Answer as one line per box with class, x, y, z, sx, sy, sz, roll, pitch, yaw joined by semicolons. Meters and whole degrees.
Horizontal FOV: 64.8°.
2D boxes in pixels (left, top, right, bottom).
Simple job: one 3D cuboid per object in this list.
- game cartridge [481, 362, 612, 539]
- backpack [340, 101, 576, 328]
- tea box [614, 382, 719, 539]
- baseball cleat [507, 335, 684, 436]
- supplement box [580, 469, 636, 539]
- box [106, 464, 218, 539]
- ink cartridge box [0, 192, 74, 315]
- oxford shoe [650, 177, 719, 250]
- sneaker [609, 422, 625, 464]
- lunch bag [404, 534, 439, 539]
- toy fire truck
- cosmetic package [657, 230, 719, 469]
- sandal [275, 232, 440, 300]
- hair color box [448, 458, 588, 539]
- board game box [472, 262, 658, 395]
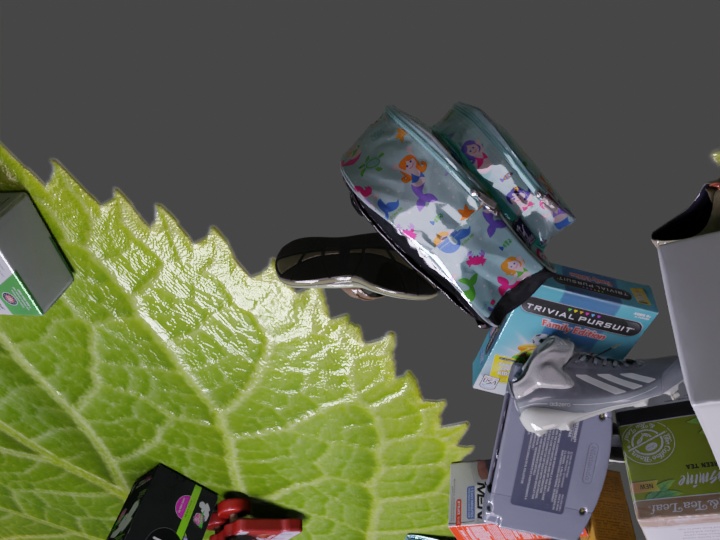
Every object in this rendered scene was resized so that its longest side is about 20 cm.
game cartridge;0.233;0.223;0.695;0.133;0.042;0.201;11;92;-3
backpack;0.081;-0.067;0.520;0.200;0.178;0.151;36;106;-13
tea box;0.436;0.234;0.688;0.199;0.197;0.134;-18;124;25
baseball cleat;0.268;0.114;0.642;0.199;0.070;0.107;-20;85;-3
supplement box;0.367;0.398;0.842;0.068;0.200;0.067;5;131;3
box;-0.398;0.517;1.106;0.148;0.200;0.124;38;129;-20
ink cartridge box;-0.511;-0.020;0.745;0.199;0.083;0.147;0;130;13
oxford shoe;0.368;-0.066;0.528;0.075;0.071;0.200;30;130;-11
sneaker;0.278;0.255;0.798;0.200;0.076;0.115;18;138;-30
lunch bag;0.186;0.625;1.132;0.199;0.122;0.171;-1;130;20
toy fire truck;-0.231;0.556;1.178;0.167;0.112;0.200;16;136;-27
cosmetic package;0.388;0.074;0.509;0.166;0.168;0.200;-15;138;31
sandal;-0.001;-0.001;0.668;0.200;0.080;0.057;5;149;16
hair color box;0.242;0.357;0.893;0.199;0.111;0.064;-15;126;23
board game box;0.241;0.088;0.702;0.150;0.047;0.201;13;132;0
